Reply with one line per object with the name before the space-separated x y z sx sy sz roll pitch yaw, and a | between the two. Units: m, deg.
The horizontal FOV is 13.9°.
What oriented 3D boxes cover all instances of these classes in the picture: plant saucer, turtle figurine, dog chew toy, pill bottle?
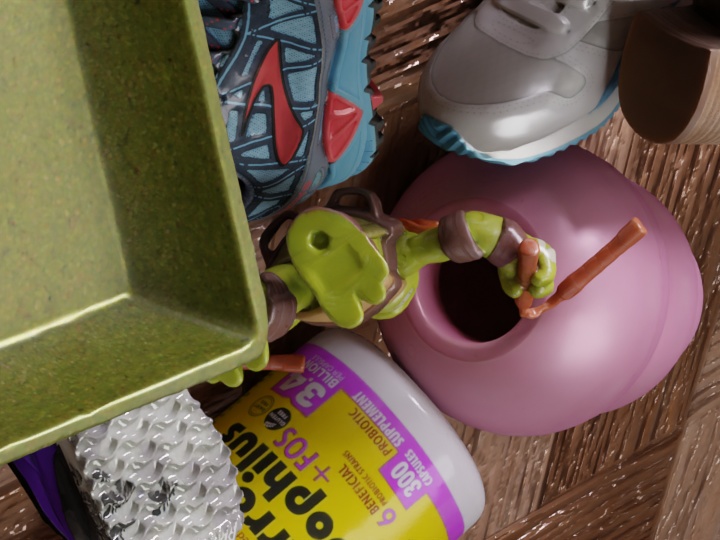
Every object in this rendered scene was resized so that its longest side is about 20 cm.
plant saucer | -0.135 -0.040 0.909 0.199 0.048 0.201 -22 106 -38
turtle figurine | 0.000 0.000 1.110 0.199 0.065 0.161 -14 178 16
dog chew toy | 0.088 0.008 1.261 0.125 0.124 0.200 -57 157 13
pill bottle | -0.052 0.122 1.212 0.200 0.104 0.104 -40 149 -14

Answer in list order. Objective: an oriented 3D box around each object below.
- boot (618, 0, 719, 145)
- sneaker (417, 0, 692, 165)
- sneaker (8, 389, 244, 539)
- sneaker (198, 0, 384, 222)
boot | 0.185 -0.141 1.146 0.154 0.074 0.200 -12 135 -44
sneaker | 0.092 -0.121 1.170 0.200 0.076 0.081 -43 143 -24
sneaker | -0.114 0.017 1.044 0.069 0.099 0.201 -27 113 -32
sneaker | -0.046 -0.076 1.025 0.095 0.079 0.200 -36 147 -18
